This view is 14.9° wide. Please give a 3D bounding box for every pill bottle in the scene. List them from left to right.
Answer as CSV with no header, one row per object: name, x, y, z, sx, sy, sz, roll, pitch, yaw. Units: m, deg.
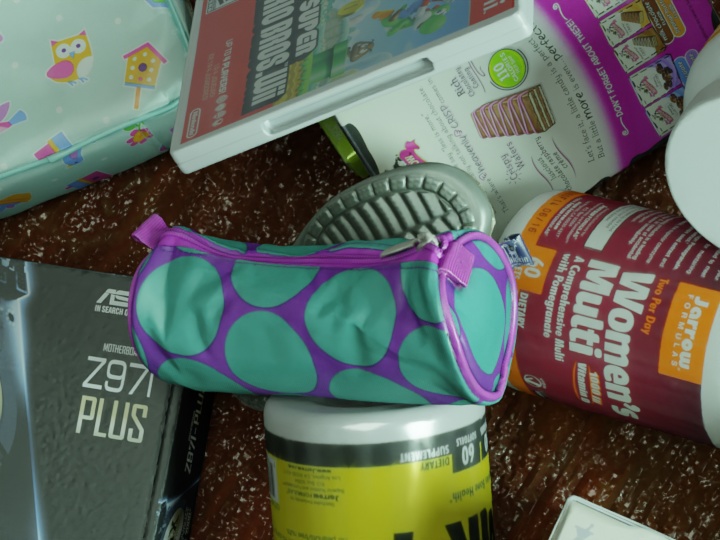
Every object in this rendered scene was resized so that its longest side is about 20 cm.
pill bottle,0.014,0.158,1.407,0.114,0.114,0.201,-3,101,9
pill bottle,0.170,0.030,1.400,0.199,0.109,0.110,15,83,32
pill bottle,0.230,-0.096,1.388,0.116,0.117,0.200,26,41,12

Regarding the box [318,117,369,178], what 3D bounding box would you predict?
box,0.045,-0.158,1.514,0.200,0.048,0.122,-36,77,3

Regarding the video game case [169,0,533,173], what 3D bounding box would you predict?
video game case,-0.003,-0.131,1.424,0.199,0.017,0.143,-21,35,19

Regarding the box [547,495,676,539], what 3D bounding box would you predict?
box,0.134,0.170,1.363,0.095,0.200,0.078,24,85,12

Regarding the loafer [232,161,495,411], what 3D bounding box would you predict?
loafer,0.000,0.000,1.443,0.200,0.070,0.075,-35,89,38

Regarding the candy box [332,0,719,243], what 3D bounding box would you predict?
candy box,0.088,-0.105,1.453,0.199,0.137,0.061,-31,33,2

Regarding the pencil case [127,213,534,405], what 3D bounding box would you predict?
pencil case,-0.018,0.018,1.364,0.199,0.085,0.093,0,122,32

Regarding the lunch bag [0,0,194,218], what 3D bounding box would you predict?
lunch bag,-0.185,-0.124,1.530,0.199,0.077,0.161,-23,76,5

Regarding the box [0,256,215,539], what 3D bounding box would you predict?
box,-0.186,0.080,1.490,0.199,0.086,0.165,9,81,11
